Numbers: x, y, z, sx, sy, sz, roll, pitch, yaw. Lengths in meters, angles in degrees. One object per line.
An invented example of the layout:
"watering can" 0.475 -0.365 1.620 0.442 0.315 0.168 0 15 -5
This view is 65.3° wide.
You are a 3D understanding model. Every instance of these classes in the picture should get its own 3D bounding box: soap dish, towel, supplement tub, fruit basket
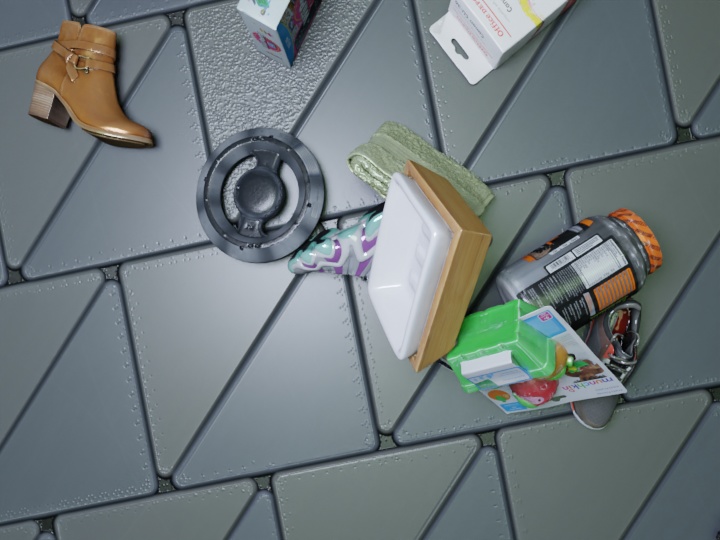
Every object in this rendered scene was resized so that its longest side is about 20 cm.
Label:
"soap dish" 0.077 -0.006 0.681 0.080 0.158 0.203 -1 126 -20
"towel" 0.088 -0.129 0.787 0.198 0.149 0.037 35 135 4
"supplement tub" 0.300 0.008 0.777 0.198 0.123 0.124 -31 89 1
"fruit basket" 0.210 0.131 0.721 0.184 0.095 0.200 -23 122 40

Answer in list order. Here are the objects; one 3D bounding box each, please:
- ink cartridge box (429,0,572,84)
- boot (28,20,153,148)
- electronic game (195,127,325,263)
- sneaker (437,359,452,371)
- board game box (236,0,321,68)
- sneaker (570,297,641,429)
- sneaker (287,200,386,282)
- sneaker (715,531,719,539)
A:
"ink cartridge box" 0.208 -0.381 0.808 0.199 0.067 0.117 -40 89 2
"boot" -0.382 -0.275 0.830 0.196 0.074 0.158 18 87 -1
"electronic game" -0.149 -0.112 0.834 0.196 0.042 0.205 -1 84 7
"sneaker" 0.123 0.107 0.803 0.197 0.083 0.073 22 91 2
"board game box" -0.088 -0.409 0.781 0.063 0.148 0.203 27 91 -1
"sneaker" 0.349 0.129 0.795 0.075 0.082 0.204 11 90 2
"sneaker" 0.000 0.000 0.814 0.197 0.078 0.141 -22 108 22
"sneaker" 0.537 0.456 0.793 0.097 0.071 0.203 27 90 4
